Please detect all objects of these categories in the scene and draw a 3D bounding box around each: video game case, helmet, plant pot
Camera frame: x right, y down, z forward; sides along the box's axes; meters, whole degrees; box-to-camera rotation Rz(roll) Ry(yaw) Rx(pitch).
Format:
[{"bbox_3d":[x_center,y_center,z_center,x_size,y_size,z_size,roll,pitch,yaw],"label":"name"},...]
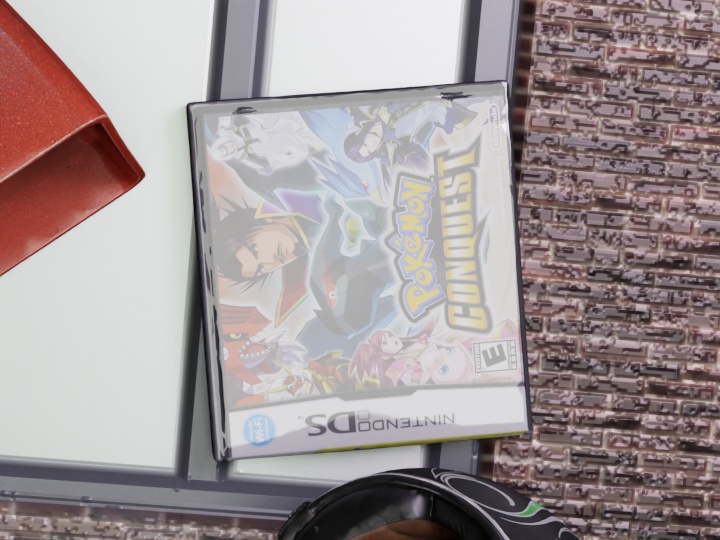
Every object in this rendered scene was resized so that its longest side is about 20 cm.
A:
[{"bbox_3d":[0.000,0.000,1.274,0.180,0.026,0.201,-5,94,-6],"label":"video game case"},{"bbox_3d":[0.050,0.203,1.209,0.199,0.191,0.201,-9,66,22],"label":"helmet"},{"bbox_3d":[-0.248,-0.079,1.168,0.200,0.200,0.177,-33,85,-3],"label":"plant pot"}]
